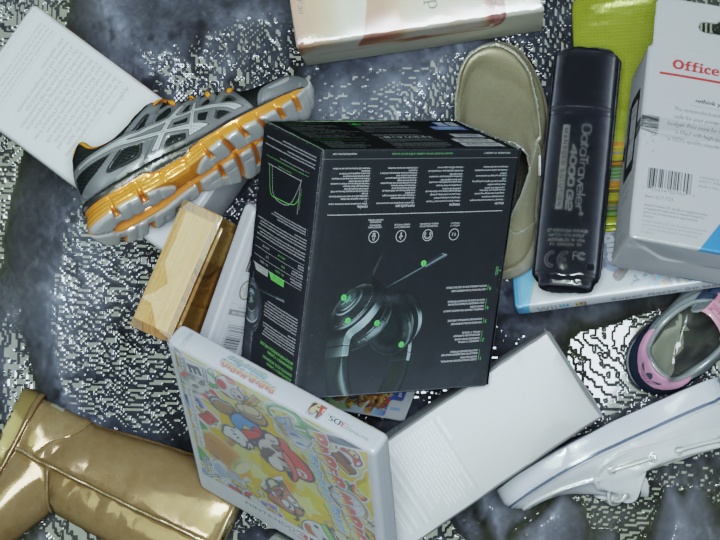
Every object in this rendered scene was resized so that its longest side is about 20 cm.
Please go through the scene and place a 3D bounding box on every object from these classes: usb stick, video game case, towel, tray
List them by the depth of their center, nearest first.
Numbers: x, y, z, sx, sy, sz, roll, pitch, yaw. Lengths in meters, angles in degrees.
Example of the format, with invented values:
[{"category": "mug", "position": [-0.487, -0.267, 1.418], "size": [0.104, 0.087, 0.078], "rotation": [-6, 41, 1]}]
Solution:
[{"category": "video game case", "position": [-0.054, 0.142, 1.524], "size": [0.181, 0.201, 0.023], "rotation": [27, 59, 22]}, {"category": "tray", "position": [-0.121, 0.008, 1.585], "size": [0.037, 0.200, 0.099], "rotation": [23, 89, 8]}, {"category": "video game case", "position": [-0.025, 0.036, 1.592], "size": [0.199, 0.018, 0.144], "rotation": [12, 104, -33]}, {"category": "usb stick", "position": [0.169, -0.081, 1.605], "size": [0.055, 0.033, 0.202], "rotation": [4, 72, 12]}, {"category": "video game case", "position": [0.215, -0.047, 1.624], "size": [0.198, 0.018, 0.144], "rotation": [-8, 67, 12]}, {"category": "towel", "position": [0.211, -0.128, 1.632], "size": [0.085, 0.018, 0.202], "rotation": [-4, 71, 12]}]

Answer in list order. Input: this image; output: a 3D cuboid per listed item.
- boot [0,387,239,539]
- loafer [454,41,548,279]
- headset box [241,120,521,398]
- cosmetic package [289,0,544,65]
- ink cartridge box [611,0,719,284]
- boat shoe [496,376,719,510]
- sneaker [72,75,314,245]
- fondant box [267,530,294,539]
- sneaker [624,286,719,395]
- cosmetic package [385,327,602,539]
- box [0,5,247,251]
[{"category": "boot", "position": [-0.213, 0.206, 1.652], "size": [0.199, 0.066, 0.176], "rotation": [25, 89, 3]}, {"category": "loafer", "position": [0.111, -0.096, 1.623], "size": [0.075, 0.068, 0.202], "rotation": [-7, 68, 10]}, {"category": "headset box", "position": [0.013, -0.004, 1.527], "size": [0.173, 0.093, 0.202], "rotation": [-3, 108, -30]}, {"category": "cosmetic package", "position": [0.042, -0.232, 1.644], "size": [0.198, 0.087, 0.104], "rotation": [-9, 86, 3]}, {"category": "ink cartridge box", "position": [0.262, -0.097, 1.569], "size": [0.115, 0.068, 0.202], "rotation": [10, 71, -3]}, {"category": "boat shoe", "position": [0.207, 0.152, 1.625], "size": [0.199, 0.074, 0.066], "rotation": [-25, 82, 3]}, {"category": "sneaker", "position": [-0.127, -0.099, 1.535], "size": [0.199, 0.078, 0.078], "rotation": [-28, 65, -8]}, {"category": "fondant box", "position": [-0.017, 0.259, 1.569], "size": [0.143, 0.200, 0.059], "rotation": [26, 89, 3]}, {"category": "sneaker", "position": [0.294, 0.024, 1.620], "size": [0.070, 0.082, 0.200], "rotation": [44, 90, 2]}, {"category": "cosmetic package", "position": [0.086, 0.133, 1.617], "size": [0.199, 0.107, 0.091], "rotation": [-31, 87, 3]}, {"category": "box", "position": [-0.196, -0.104, 1.633], "size": [0.199, 0.124, 0.098], "rotation": [36, 89, 3]}]
